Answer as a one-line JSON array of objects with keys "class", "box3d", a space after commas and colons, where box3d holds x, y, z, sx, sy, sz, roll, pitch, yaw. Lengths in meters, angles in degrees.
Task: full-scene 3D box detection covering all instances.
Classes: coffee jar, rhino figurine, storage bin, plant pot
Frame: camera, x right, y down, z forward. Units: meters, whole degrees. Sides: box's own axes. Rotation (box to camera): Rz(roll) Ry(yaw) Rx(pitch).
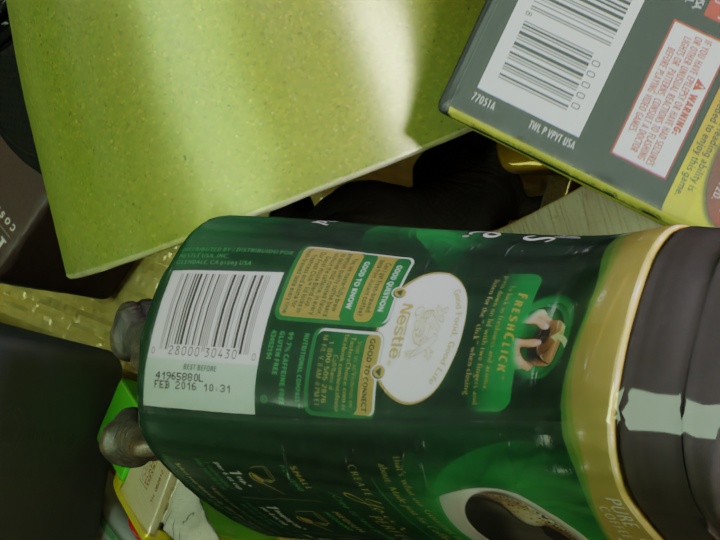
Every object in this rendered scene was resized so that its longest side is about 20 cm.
[{"class": "coffee jar", "box3d": [0.042, 0.034, 0.702, 0.199, 0.104, 0.086, 2, 65, 33]}, {"class": "rhino figurine", "box3d": [0.000, 0.000, 0.855, 0.087, 0.200, 0.060, 3, 125, 56]}, {"class": "storage bin", "box3d": [-0.191, 0.066, 0.941, 0.134, 0.200, 0.146, 8, 88, 29]}, {"class": "plant pot", "box3d": [-0.046, -0.125, 0.831, 0.186, 0.187, 0.201, -18, 95, 34]}]

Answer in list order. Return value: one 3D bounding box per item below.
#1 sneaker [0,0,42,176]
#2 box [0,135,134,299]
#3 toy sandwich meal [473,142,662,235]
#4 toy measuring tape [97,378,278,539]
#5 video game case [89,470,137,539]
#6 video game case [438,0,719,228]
[{"class": "sneaker", "box3d": [-0.147, -0.117, 0.929, 0.073, 0.082, 0.201, -36, 70, 23]}, {"class": "box", "box3d": [-0.094, -0.097, 0.987, 0.100, 0.075, 0.200, 49, 114, 31]}, {"class": "toy sandwich meal", "box3d": [0.113, 0.005, 0.760, 0.204, 0.070, 0.207, -4, 83, 36]}, {"class": "toy measuring tape", "box3d": [-0.044, 0.086, 0.899, 0.074, 0.073, 0.200, -67, 23, 9]}, {"class": "video game case", "box3d": [-0.162, 0.143, 1.034, 0.200, 0.022, 0.182, 47, 111, 32]}, {"class": "video game case", "box3d": [0.142, -0.097, 0.706, 0.180, 0.025, 0.201, 27, 96, 18]}]
